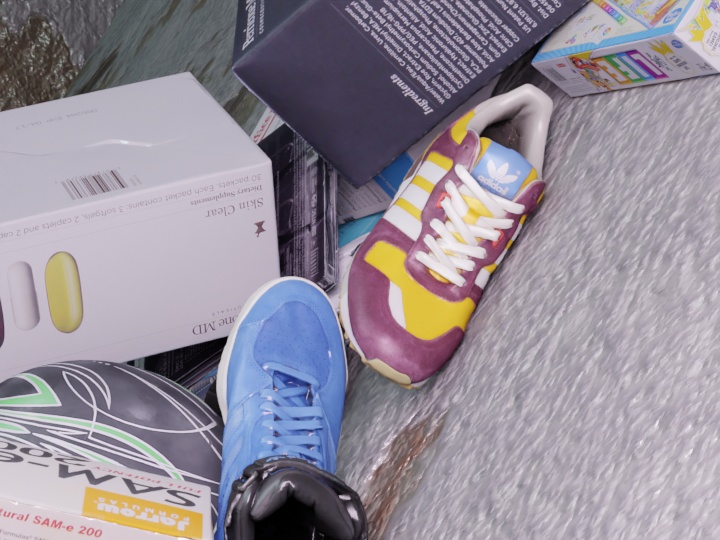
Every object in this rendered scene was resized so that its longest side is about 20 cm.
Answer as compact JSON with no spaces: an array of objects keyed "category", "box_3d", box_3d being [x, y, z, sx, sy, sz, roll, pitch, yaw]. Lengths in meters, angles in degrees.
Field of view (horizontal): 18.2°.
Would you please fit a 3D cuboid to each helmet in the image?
[{"category":"helmet","box_3d":[-0.147,0.144,1.265,0.201,0.199,0.191,-60,-1,-27]}]

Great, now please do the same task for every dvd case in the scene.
[{"category":"dvd case","box_3d":[-0.084,-0.006,1.455,0.200,0.016,0.150,-34,42,35]}]

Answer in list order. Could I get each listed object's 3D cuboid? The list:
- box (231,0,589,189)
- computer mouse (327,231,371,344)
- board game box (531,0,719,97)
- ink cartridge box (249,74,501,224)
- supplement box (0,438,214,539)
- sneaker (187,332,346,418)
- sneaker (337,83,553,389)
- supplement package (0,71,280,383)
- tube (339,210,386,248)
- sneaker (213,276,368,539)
[{"category":"box","box_3d":[0.031,-0.190,1.371,0.200,0.117,0.197,-39,25,22]},{"category":"computer mouse","box_3d":[0.000,0.000,1.392,0.200,0.044,0.110,-44,18,32]},{"category":"board game box","box_3d":[0.177,-0.164,1.236,0.135,0.034,0.200,-56,14,-9]},{"category":"ink cartridge box","box_3d":[-0.012,-0.092,1.518,0.199,0.067,0.116,-17,36,46]},{"category":"supplement box","box_3d":[-0.156,0.197,1.125,0.074,0.125,0.201,-104,29,-72]},{"category":"sneaker","box_3d":[-0.075,0.092,1.395,0.200,0.078,0.086,-33,9,42]},{"category":"sneaker","box_3d":[0.051,-0.026,1.231,0.090,0.075,0.201,-46,16,44]},{"category":"supplement package","box_3d":[-0.166,-0.025,1.365,0.199,0.112,0.156,-14,30,-18]},{"category":"tube","box_3d":[-0.050,0.025,1.496,0.200,0.050,0.077,-53,28,-18]},{"category":"sneaker","box_3d":[-0.033,0.095,1.139,0.111,0.076,0.201,155,130,-66]}]
